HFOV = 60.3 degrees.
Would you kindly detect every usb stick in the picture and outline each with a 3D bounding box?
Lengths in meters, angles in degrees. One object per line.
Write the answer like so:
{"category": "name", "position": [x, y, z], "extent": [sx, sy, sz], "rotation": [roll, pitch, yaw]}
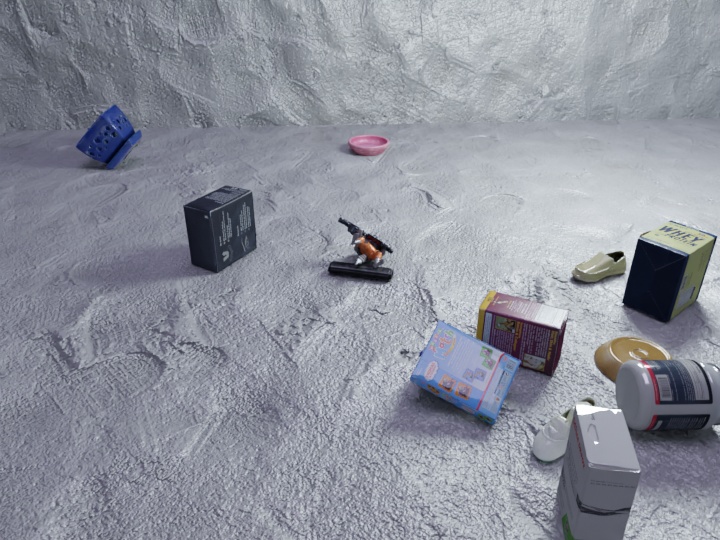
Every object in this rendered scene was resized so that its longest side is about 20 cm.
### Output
{"category": "usb stick", "position": [0.000, 0.000, 1.856], "extent": [0.196, 0.033, 0.056], "rotation": [7, 20, 11]}

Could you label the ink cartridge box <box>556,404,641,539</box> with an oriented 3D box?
{"category": "ink cartridge box", "position": [0.391, 0.352, 1.032], "extent": [0.082, 0.204, 0.146], "rotation": [4, 28, 7]}

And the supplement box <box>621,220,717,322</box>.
{"category": "supplement box", "position": [0.844, -0.002, 1.695], "extent": [0.197, 0.204, 0.133], "rotation": [-21, 35, -37]}

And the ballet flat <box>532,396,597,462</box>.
{"category": "ballet flat", "position": [0.416, 0.311, 1.253], "extent": [0.198, 0.071, 0.069], "rotation": [-22, 35, -35]}

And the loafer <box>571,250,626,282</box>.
{"category": "loafer", "position": [0.719, -0.019, 1.864], "extent": [0.196, 0.070, 0.076], "rotation": [-13, 31, -24]}

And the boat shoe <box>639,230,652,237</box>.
{"category": "boat shoe", "position": [0.945, -0.082, 2.009], "extent": [0.072, 0.064, 0.199], "rotation": [-12, 14, 37]}

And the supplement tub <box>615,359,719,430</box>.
{"category": "supplement tub", "position": [0.646, 0.256, 1.279], "extent": [0.195, 0.143, 0.141], "rotation": [0, 28, -2]}

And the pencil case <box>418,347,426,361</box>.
{"category": "pencil case", "position": [0.226, 0.215, 1.408], "extent": [0.195, 0.078, 0.089], "rotation": [-1, 63, -3]}

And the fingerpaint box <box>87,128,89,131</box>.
{"category": "fingerpaint box", "position": [-1.191, -0.641, 2.972], "extent": [0.197, 0.075, 0.167], "rotation": [-14, 32, -26]}

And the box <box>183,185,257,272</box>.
{"category": "box", "position": [-0.428, -0.133, 1.916], "extent": [0.115, 0.200, 0.200], "rotation": [14, 31, 26]}

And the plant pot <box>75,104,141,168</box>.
{"category": "plant pot", "position": [-1.078, -0.570, 2.689], "extent": [0.179, 0.200, 0.201], "rotation": [41, 19, -20]}

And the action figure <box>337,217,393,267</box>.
{"category": "action figure", "position": [-0.002, -0.074, 1.891], "extent": [0.198, 0.106, 0.193], "rotation": [31, 4, 1]}

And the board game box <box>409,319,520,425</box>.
{"category": "board game box", "position": [0.226, 0.217, 1.339], "extent": [0.197, 0.037, 0.152], "rotation": [27, 62, 13]}

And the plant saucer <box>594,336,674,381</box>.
{"category": "plant saucer", "position": [0.662, 0.212, 1.473], "extent": [0.195, 0.036, 0.201], "rotation": [1, 29, 0]}

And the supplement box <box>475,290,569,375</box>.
{"category": "supplement box", "position": [0.384, 0.146, 1.487], "extent": [0.197, 0.133, 0.103], "rotation": [15, 31, 24]}

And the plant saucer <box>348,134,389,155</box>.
{"category": "plant saucer", "position": [0.039, -0.590, 2.927], "extent": [0.196, 0.052, 0.202], "rotation": [0, 29, 0]}
